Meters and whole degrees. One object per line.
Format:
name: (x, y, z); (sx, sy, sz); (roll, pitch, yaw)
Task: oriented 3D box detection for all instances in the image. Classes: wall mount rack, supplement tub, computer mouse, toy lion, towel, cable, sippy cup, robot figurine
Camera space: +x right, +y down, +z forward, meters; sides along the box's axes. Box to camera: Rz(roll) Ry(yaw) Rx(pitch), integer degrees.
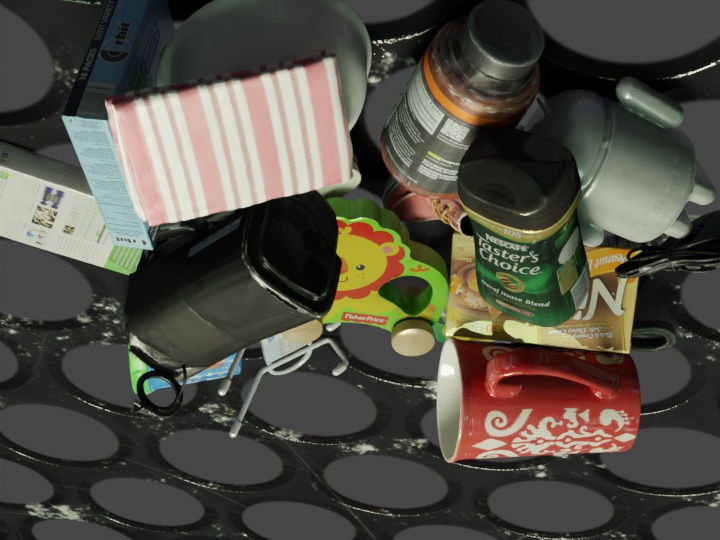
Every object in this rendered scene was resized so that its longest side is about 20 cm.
wall mount rack: (-0.101, 0.107, 1.773); (0.173, 0.075, 0.200); (-27, 151, -13)
supplement tub: (0.095, -0.155, 1.330); (0.106, 0.107, 0.200); (16, 148, -12)
computer mouse: (0.351, -0.032, 1.458); (0.138, 0.053, 0.200); (-8, -179, 40)
toy lion: (0.000, 0.000, 1.539); (0.199, 0.069, 0.192); (8, 139, -12)
towel: (-0.108, -0.114, 1.271); (0.199, 0.030, 0.147); (-13, 139, -5)
cable: (0.246, 0.067, 1.650); (0.199, 0.050, 0.097); (-16, 132, 13)
sippy cup: (-0.207, 0.078, 1.774); (0.130, 0.178, 0.140); (-1, 105, -3)
robot figurine: (0.231, -0.098, 1.380); (0.199, 0.113, 0.170); (20, 114, -18)

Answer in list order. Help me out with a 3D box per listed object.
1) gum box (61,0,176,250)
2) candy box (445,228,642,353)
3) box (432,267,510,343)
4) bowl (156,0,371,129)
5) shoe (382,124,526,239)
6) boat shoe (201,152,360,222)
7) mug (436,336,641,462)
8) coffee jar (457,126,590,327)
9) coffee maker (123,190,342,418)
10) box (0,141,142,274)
gum box: (-0.206, -0.144, 1.359); (0.044, 0.171, 0.200); (8, 149, 9)
candy box: (0.193, 0.017, 1.578); (0.199, 0.055, 0.116); (5, 107, 5)
box: (0.174, 0.043, 1.689); (0.199, 0.049, 0.118); (-3, 147, 14)
bowl: (-0.077, -0.151, 1.330); (0.200, 0.091, 0.202); (-11, 142, -9)
shoe: (0.094, -0.070, 1.482); (0.071, 0.091, 0.200); (32, 142, -33)
boat shoe: (-0.090, -0.082, 1.504); (0.199, 0.062, 0.073); (-25, 150, 24)
mug: (0.194, 0.143, 1.579); (0.199, 0.134, 0.178); (2, -177, -9)
coffee jar: (0.147, -0.038, 1.321); (0.104, 0.085, 0.200); (23, 154, 26)
coffee maker: (-0.120, 0.026, 1.417); (0.134, 0.193, 0.200); (11, 154, -42)
box: (-0.320, -0.064, 1.652); (0.199, 0.036, 0.144); (19, 147, -14)
